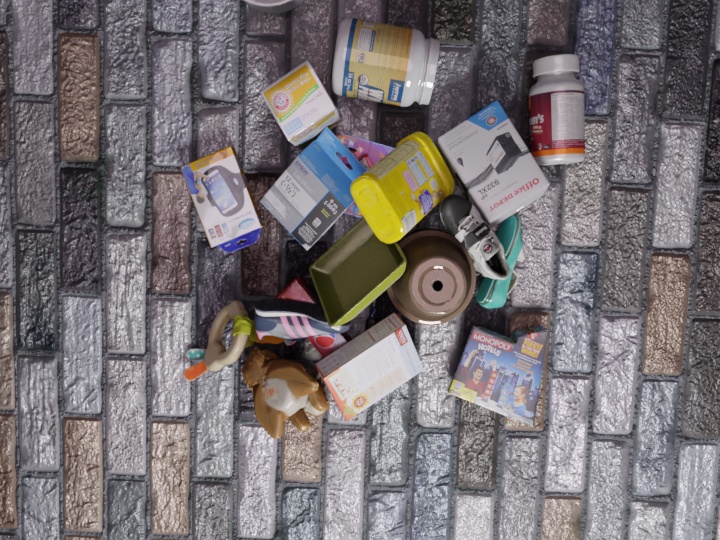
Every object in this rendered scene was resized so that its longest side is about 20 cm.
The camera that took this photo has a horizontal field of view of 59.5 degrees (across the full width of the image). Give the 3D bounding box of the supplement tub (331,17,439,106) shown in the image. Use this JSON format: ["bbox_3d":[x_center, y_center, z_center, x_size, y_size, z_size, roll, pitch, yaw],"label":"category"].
[{"bbox_3d":[0.049,-0.406,1.241,0.195,0.145,0.148,10,96,0],"label":"supplement tub"}]

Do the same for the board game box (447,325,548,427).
[{"bbox_3d":[0.309,0.197,1.339,0.196,0.062,0.204,22,94,-1],"label":"board game box"}]

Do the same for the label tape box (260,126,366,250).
[{"bbox_3d":[-0.089,-0.162,1.271,0.143,0.066,0.200,45,121,-3],"label":"label tape box"}]

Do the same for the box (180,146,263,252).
[{"bbox_3d":[-0.285,-0.143,1.323,0.117,0.041,0.204,-21,93,3],"label":"box"}]

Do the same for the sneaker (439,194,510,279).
[{"bbox_3d":[0.230,-0.063,1.217,0.074,0.088,0.201,-42,109,-3],"label":"sneaker"}]

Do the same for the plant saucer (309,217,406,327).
[{"bbox_3d":[0.000,0.000,1.270,0.199,0.201,0.048,-42,128,12],"label":"plant saucer"}]

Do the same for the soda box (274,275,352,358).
[{"bbox_3d":[-0.093,0.110,1.330,0.063,0.070,0.201,-40,94,5],"label":"soda box"}]

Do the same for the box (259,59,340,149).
[{"bbox_3d":[-0.110,-0.315,1.223,0.111,0.200,0.103,-32,95,4],"label":"box"}]

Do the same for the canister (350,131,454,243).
[{"bbox_3d":[0.084,-0.163,1.234,0.200,0.086,0.150,-42,104,-40],"label":"canister"}]

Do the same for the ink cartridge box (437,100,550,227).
[{"bbox_3d":[0.265,-0.210,1.268,0.143,0.084,0.203,-31,82,3],"label":"ink cartridge box"}]

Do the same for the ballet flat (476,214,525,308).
[{"bbox_3d":[0.306,-0.015,1.324,0.069,0.067,0.204,17,96,-25],"label":"ballet flat"}]

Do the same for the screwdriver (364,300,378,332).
[{"bbox_3d":[0.034,0.062,1.347,0.029,0.028,0.205,7,95,-31],"label":"screwdriver"}]

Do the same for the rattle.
[{"bbox_3d":[-0.271,0.167,1.359,0.130,0.142,0.202,47,112,28],"label":"rattle"}]

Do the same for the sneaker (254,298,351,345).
[{"bbox_3d":[-0.118,0.112,1.270,0.195,0.070,0.084,9,114,4],"label":"sneaker"}]

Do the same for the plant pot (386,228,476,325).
[{"bbox_3d":[0.146,0.018,1.267,0.195,0.175,0.206,0,95,1],"label":"plant pot"}]

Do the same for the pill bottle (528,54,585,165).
[{"bbox_3d":[0.393,-0.318,1.263,0.107,0.110,0.205,-3,95,1],"label":"pill bottle"}]

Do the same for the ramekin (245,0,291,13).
[{"bbox_3d":[-0.178,-0.615,1.247,0.195,0.098,0.206,0,96,1],"label":"ramekin"}]

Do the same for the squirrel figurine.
[{"bbox_3d":[-0.148,0.236,1.303,0.198,0.186,0.143,34,97,23],"label":"squirrel figurine"}]

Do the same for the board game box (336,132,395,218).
[{"bbox_3d":[0.003,-0.192,1.314,0.195,0.039,0.162,15,95,0],"label":"board game box"}]

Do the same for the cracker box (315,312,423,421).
[{"bbox_3d":[0.021,0.198,1.298,0.197,0.058,0.136,-31,124,-9],"label":"cracker box"}]
